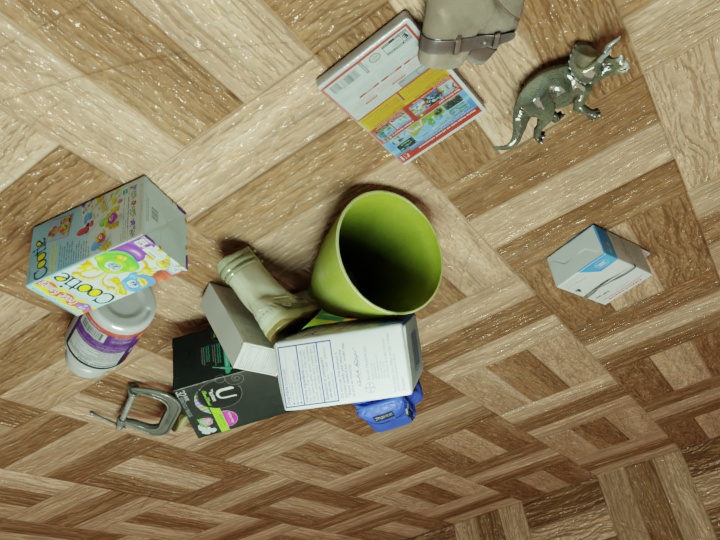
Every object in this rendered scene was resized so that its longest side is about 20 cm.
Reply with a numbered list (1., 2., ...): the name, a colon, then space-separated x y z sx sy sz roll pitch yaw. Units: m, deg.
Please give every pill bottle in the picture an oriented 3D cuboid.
1. pill bottle: -0.426 0.099 1.122 0.110 0.113 0.200 14 139 -32

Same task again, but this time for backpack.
1. backpack: 0.041 0.228 1.402 0.160 0.170 0.201 -23 141 7

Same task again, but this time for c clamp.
1. c clamp: -0.476 0.301 1.438 0.169 0.027 0.200 29 130 -16

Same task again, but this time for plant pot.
1. plant pot: 0.000 0.000 1.068 0.184 0.191 0.199 9 159 -27

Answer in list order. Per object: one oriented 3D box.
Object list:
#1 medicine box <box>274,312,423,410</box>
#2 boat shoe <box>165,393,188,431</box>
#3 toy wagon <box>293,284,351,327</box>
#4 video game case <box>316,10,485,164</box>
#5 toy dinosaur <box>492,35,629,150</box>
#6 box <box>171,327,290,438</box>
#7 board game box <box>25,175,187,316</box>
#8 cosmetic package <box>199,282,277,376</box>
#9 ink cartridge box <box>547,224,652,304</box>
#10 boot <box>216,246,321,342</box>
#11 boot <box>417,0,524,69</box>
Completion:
1. medicine box: -0.011 0.135 1.043 0.196 0.105 0.182 -9 -179 10
2. boat shoe: -0.366 0.285 1.456 0.062 0.074 0.201 -19 156 -41
3. toy wagon: -0.101 0.082 1.256 0.197 0.040 0.156 9 141 -28
4. video game case: 0.057 -0.227 0.874 0.142 0.018 0.199 -30 142 25
5. toy dinosaur: 0.255 -0.233 0.891 0.197 0.078 0.102 -22 133 25
6. box: -0.220 0.186 1.206 0.196 0.125 0.150 -15 134 -4
7. board game box: -0.358 -0.031 0.960 0.197 0.107 0.103 -20 146 15
8. cosmetic package: -0.196 0.094 1.107 0.082 0.200 0.051 21 105 -35
9. ink cartridge box: 0.464 -0.002 1.272 0.197 0.069 0.116 16 138 -35
10. boot: -0.148 0.035 1.103 0.072 0.155 0.200 -44 172 10
11. boot: 0.097 -0.292 0.740 0.196 0.071 0.147 2 142 -23
